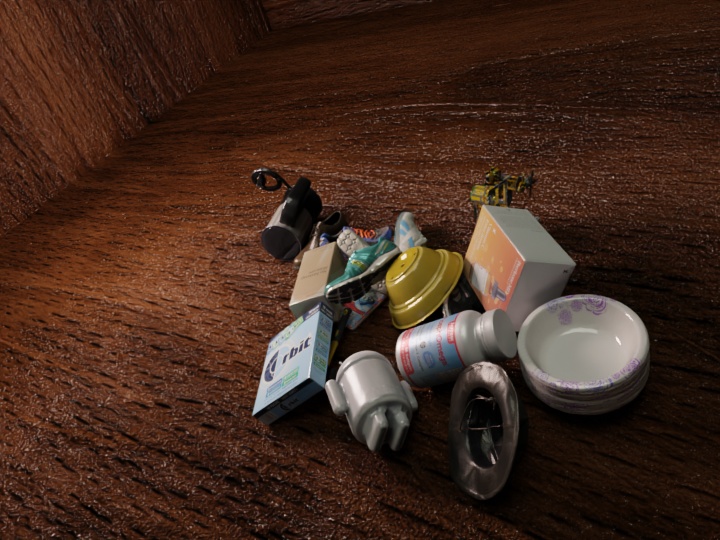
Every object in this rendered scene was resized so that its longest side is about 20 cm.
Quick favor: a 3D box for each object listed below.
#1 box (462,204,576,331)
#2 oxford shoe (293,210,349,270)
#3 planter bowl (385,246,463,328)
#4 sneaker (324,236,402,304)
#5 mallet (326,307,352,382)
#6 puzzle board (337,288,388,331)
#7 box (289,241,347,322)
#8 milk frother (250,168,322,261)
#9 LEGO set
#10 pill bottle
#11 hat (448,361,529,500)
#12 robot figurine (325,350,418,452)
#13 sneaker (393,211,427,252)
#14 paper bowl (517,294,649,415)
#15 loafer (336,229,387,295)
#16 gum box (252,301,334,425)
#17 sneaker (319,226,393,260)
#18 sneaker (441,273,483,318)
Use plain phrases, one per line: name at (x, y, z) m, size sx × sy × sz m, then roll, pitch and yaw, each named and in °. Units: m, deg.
box at (0.289, -0.006, 1.087) m, size 0.104 × 0.155 × 0.202 m, roll 4°, pitch 32°, yaw -16°
oxford shoe at (-0.111, -0.081, 1.487) m, size 0.072 × 0.085 × 0.201 m, roll 17°, pitch 54°, yaw 39°
planter bowl at (0.110, 0.014, 1.175) m, size 0.200 × 0.083 × 0.201 m, roll -44°, pitch 17°, yaw 17°
sneaker at (0.000, 0.000, 1.223) m, size 0.198 × 0.078 × 0.080 m, roll -34°, pitch 62°, yaw -23°
mallet at (-0.047, 0.156, 1.189) m, size 0.064 × 0.042 × 0.202 m, roll 2°, pitch 46°, yaw 32°
puzzle board at (-0.033, 0.052, 1.335) m, size 0.150 × 0.018 × 0.198 m, roll -43°, pitch 41°, yaw -23°
box at (-0.090, 0.033, 1.298) m, size 0.093 × 0.079 × 0.202 m, roll -18°, pitch 32°, yaw 17°
milk frother at (-0.225, -0.161, 1.550) m, size 0.195 × 0.183 × 0.190 m, roll 8°, pitch 43°, yaw 13°
LEGO set at (0.316, -0.108, 1.209) m, size 0.114 × 0.205 × 0.152 m, roll 18°, pitch 32°, yaw 40°
pill bottle at (0.165, 0.134, 0.997) m, size 0.197 × 0.109 × 0.110 m, roll -24°, pitch 30°, yaw 37°
hat at (0.211, 0.249, 0.891) m, size 0.079 × 0.204 × 0.202 m, roll 13°, pitch 28°, yaw -24°
robot figurine at (0.022, 0.223, 1.013) m, size 0.166 × 0.115 × 0.201 m, roll 8°, pitch 28°, yaw -25°
sneaker at (0.118, -0.064, 1.355) m, size 0.078 × 0.078 × 0.203 m, roll 2°, pitch 42°, yaw 7°
paper bowl at (0.359, 0.143, 0.929) m, size 0.196 × 0.106 × 0.203 m, roll -16°, pitch 37°, yaw 12°
loafer at (0.021, -0.018, 1.317) m, size 0.070 × 0.070 × 0.201 m, roll -44°, pitch 58°, yaw 8°
gum box at (-0.131, 0.183, 1.151) m, size 0.169 × 0.044 × 0.202 m, roll -37°, pitch 29°, yaw 28°
sneaker at (-0.015, -0.073, 1.416) m, size 0.195 × 0.080 × 0.076 m, roll -16°, pitch 26°, yaw 10°
sneaker at (0.205, 0.070, 1.135) m, size 0.085 × 0.077 × 0.202 m, roll -9°, pitch 38°, yaw 10°
